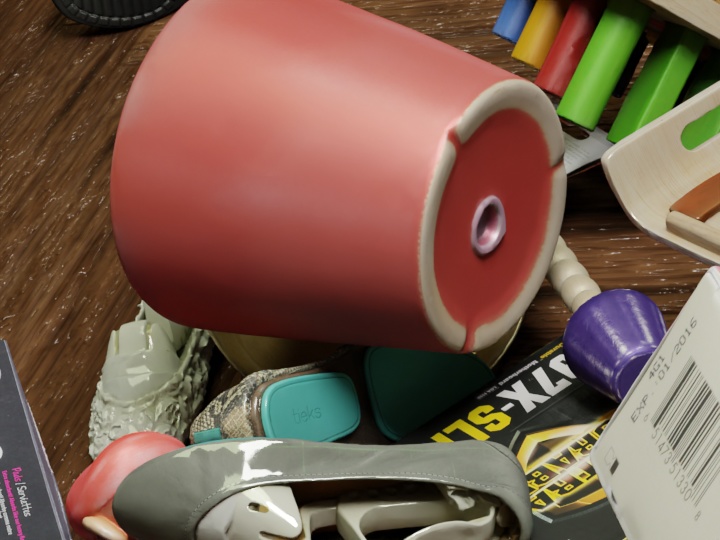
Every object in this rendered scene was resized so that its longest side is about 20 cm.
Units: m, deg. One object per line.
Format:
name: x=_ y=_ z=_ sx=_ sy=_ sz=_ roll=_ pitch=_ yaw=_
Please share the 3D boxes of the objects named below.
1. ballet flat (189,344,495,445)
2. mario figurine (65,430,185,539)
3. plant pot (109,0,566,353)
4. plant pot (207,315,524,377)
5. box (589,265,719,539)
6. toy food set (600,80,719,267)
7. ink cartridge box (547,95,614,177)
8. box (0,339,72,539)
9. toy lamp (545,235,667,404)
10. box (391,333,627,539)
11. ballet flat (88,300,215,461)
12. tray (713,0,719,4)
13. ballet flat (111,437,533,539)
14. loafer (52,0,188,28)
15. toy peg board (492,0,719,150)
ballet flat: x=-0.014 y=0.072 z=1.144 sx=0.075 sy=0.068 sz=0.200 roll=-14 pitch=-5 yaw=42
mario figurine: x=-0.077 y=0.162 z=1.082 sx=0.200 sy=0.123 sz=0.106 roll=33 pitch=93 yaw=41
plant pot: x=-0.002 y=-0.045 z=1.117 sx=0.177 sy=0.201 sz=0.200 roll=16 pitch=43 yaw=32
plant pot: x=0.000 y=0.000 z=1.249 sx=0.199 sy=0.028 sz=0.201 roll=1 pitch=63 yaw=-3
box: x=0.218 y=0.101 z=0.897 sx=0.199 sy=0.109 sz=0.128 roll=21 pitch=22 yaw=-22
toy food set: x=0.235 y=-0.052 z=1.048 sx=0.143 sy=0.061 sz=0.200 roll=-30 pitch=33 yaw=-22
ink cartridge box: x=0.063 y=-0.037 z=1.344 sx=0.199 sy=0.051 sz=0.109 roll=-25 pitch=33 yaw=-16
box: x=-0.201 y=0.150 z=1.084 sx=0.114 sy=0.133 sz=0.200 roll=-16 pitch=31 yaw=-8
toy lamp: x=0.116 y=0.011 z=1.147 sx=0.058 sy=0.058 sz=0.200 roll=-20 pitch=30 yaw=-8
box: x=0.104 y=0.111 z=1.092 sx=0.200 sy=0.050 sz=0.160 roll=-31 pitch=32 yaw=-23
ballet flat: x=-0.123 y=0.043 z=1.284 sx=0.071 sy=0.072 sz=0.200 roll=-5 pitch=33 yaw=17
tray: x=0.315 y=-0.159 z=1.344 sx=0.199 sy=0.037 sz=0.099 roll=21 pitch=36 yaw=-2
ballet flat: x=-0.015 y=0.114 z=0.999 sx=0.199 sy=0.068 sz=0.064 roll=-2 pitch=35 yaw=-9
loafer: x=-0.166 y=-0.255 z=1.783 sx=0.199 sy=0.073 sz=0.071 roll=-15 pitch=24 yaw=-16
toy peg board: x=0.174 y=-0.121 z=1.324 sx=0.098 sy=0.199 sz=0.199 roll=-64 pitch=26 yaw=3
